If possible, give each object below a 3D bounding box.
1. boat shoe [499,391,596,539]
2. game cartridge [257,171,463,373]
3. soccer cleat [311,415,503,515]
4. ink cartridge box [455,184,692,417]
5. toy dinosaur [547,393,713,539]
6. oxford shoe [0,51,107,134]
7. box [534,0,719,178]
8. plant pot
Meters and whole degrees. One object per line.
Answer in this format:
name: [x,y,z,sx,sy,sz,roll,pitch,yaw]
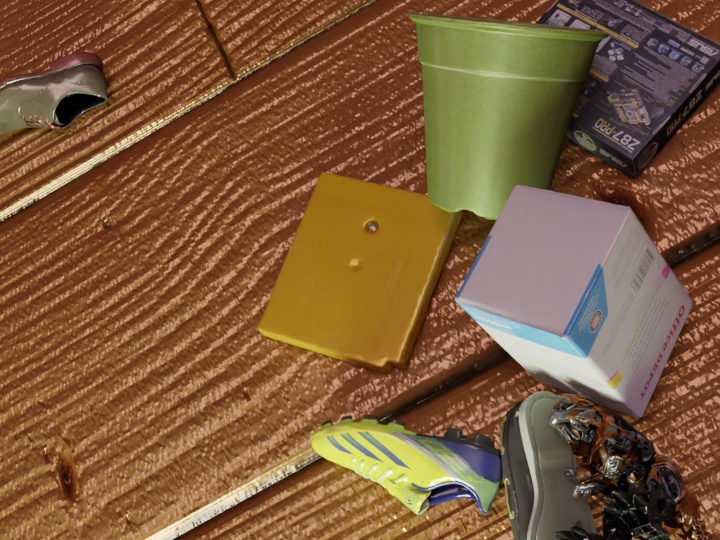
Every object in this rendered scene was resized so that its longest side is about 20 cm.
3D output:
boat shoe: [0.169,0.217,0.924,0.071,0.061,0.203,7,67,-22]
game cartridge: [0.000,0.000,1.098,0.175,0.032,0.201,15,75,24]
soccer cleat: [0.039,0.192,0.976,0.199,0.065,0.084,4,72,21]
ink cartridge box: [0.206,0.036,0.925,0.125,0.200,0.129,18,72,43]
toy dinosaur: [0.246,0.193,0.879,0.199,0.103,0.136,26,37,20]
oxford shoe: [-0.426,-0.216,1.318,0.199,0.070,0.075,-25,66,8]
box: [0.269,-0.217,1.092,0.200,0.049,0.161,38,81,29]
plant pot: [0.140,-0.156,1.020,0.199,0.200,0.192,11,107,23]
